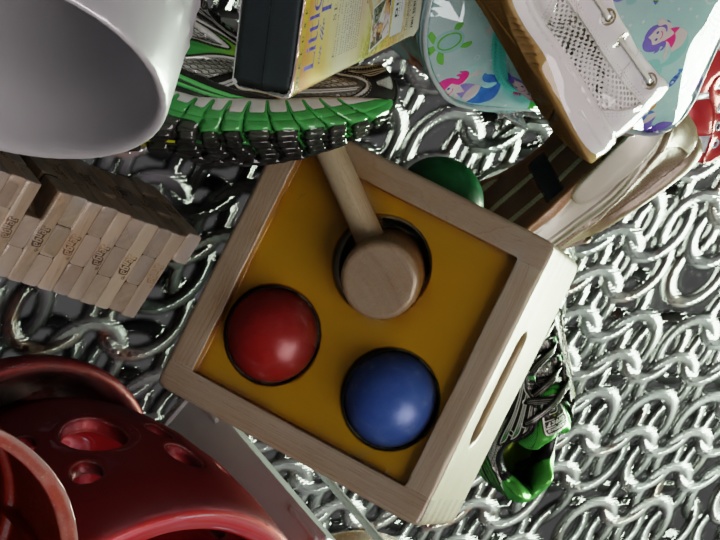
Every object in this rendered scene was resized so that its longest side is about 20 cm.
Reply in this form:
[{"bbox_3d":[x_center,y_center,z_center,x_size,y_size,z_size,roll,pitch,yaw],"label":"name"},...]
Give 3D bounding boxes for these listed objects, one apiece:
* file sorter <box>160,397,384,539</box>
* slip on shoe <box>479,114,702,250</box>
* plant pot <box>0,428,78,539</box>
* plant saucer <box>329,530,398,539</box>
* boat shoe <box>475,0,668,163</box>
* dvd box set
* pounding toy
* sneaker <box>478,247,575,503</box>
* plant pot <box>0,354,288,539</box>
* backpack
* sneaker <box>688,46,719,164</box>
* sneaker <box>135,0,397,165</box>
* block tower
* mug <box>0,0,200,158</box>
[{"bbox_3d":[-0.091,0.199,1.297,0.200,0.139,0.124,-49,143,6],"label":"file sorter"},{"bbox_3d":[0.108,-0.033,1.285,0.200,0.076,0.060,-42,129,18],"label":"slip on shoe"},{"bbox_3d":[-0.255,0.094,1.011,0.199,0.195,0.202,-17,129,-22],"label":"plant pot"},{"bbox_3d":[-0.034,0.261,1.475,0.199,0.037,0.201,-24,136,-24],"label":"plant saucer"},{"bbox_3d":[0.086,-0.140,1.025,0.069,0.071,0.200,-35,132,-2],"label":"boat shoe"},{"bbox_3d":[-0.003,-0.163,0.976,0.200,0.029,0.148,-40,140,-68],"label":"dvd box set"},{"bbox_3d":[0.000,0.000,1.154,0.201,0.183,0.142,-63,166,1],"label":"pounding toy"},{"bbox_3d":[0.108,0.056,1.380,0.078,0.085,0.201,-19,133,-27],"label":"sneaker"},{"bbox_3d":[-0.154,0.160,1.160,0.199,0.182,0.202,-19,128,-27],"label":"plant pot"},{"bbox_3d":[0.100,-0.162,1.147,0.199,0.151,0.179,4,121,-36],"label":"backpack"},{"bbox_3d":[0.220,-0.139,1.318,0.199,0.071,0.113,-28,134,-7],"label":"sneaker"},{"bbox_3d":[-0.076,-0.098,1.043,0.198,0.078,0.086,7,81,-18],"label":"sneaker"},{"bbox_3d":[-0.172,-0.031,1.094,0.199,0.054,0.058,18,111,-46],"label":"block tower"},{"bbox_3d":[-0.107,-0.160,0.874,0.147,0.199,0.177,35,58,-40],"label":"mug"}]
